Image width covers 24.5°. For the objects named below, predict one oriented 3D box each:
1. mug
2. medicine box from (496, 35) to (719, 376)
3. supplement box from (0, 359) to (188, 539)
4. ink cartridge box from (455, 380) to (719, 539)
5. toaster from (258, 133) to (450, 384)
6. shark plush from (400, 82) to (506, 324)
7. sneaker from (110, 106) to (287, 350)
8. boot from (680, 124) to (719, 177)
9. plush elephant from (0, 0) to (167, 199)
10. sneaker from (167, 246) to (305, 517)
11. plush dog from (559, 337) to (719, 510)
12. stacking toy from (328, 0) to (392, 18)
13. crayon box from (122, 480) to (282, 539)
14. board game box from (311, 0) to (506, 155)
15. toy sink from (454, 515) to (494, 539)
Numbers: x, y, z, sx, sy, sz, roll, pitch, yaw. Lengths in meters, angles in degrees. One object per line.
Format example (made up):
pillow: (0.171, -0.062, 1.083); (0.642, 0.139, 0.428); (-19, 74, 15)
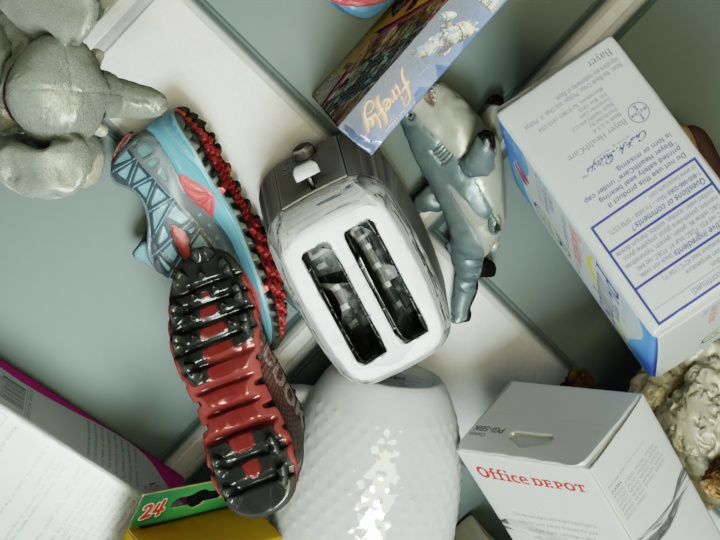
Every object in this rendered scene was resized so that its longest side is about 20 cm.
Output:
mug: (-0.017, 0.159, 1.309); (0.198, 0.148, 0.177); (12, 101, 10)
medicine box: (0.201, -0.041, 1.226); (0.103, 0.182, 0.201); (-33, 74, 1)
supplement box: (-0.239, 0.165, 1.287); (0.199, 0.101, 0.104); (34, 97, -16)
ink cartridge box: (0.185, 0.187, 1.273); (0.083, 0.146, 0.201); (-46, 118, -28)
toaster: (0.000, 0.000, 1.263); (0.113, 0.129, 0.201); (-25, 106, 5)
shark plush: (0.075, -0.058, 1.321); (0.082, 0.091, 0.201); (-1, 127, 11)
sneaker: (-0.125, -0.022, 1.282); (0.095, 0.079, 0.201); (-24, 102, 13)
boot: (0.340, -0.054, 1.355); (0.165, 0.072, 0.201); (-27, 109, -11)
plush elephant: (-0.211, -0.128, 1.151); (0.199, 0.154, 0.166); (-2, 105, -50)
sneaker: (-0.090, 0.082, 1.235); (0.070, 0.098, 0.202); (-18, 83, 9)
plush dog: (0.244, 0.146, 1.345); (0.171, 0.161, 0.200); (-22, 114, 38)
stacking toy: (0.010, -0.235, 1.172); (0.116, 0.200, 0.110); (40, 95, -18)
crayon box: (-0.139, 0.250, 1.260); (0.126, 0.051, 0.201); (-7, 129, -46)
board game box: (0.050, -0.182, 1.227); (0.035, 0.136, 0.200); (40, 96, -17)
toy sink: (0.069, 0.327, 1.377); (0.200, 0.112, 0.130); (-43, 107, 0)
